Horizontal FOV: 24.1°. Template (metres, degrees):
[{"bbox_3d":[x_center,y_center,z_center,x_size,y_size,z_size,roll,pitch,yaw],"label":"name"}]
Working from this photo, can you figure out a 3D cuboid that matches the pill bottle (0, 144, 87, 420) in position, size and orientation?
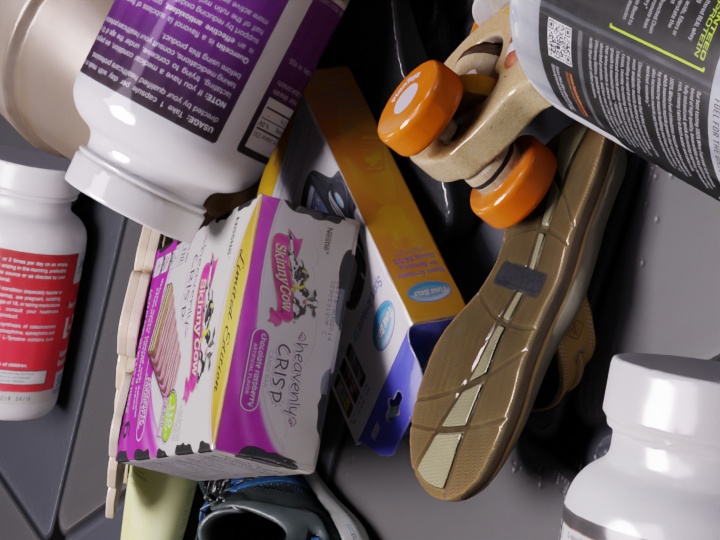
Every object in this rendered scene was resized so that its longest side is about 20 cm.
[{"bbox_3d":[-0.278,0.008,1.327,0.112,0.112,0.201,30,110,54],"label":"pill bottle"}]

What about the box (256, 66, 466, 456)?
[{"bbox_3d":[0.000,0.000,0.935,0.201,0.041,0.119,64,151,29],"label":"box"}]

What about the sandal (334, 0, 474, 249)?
[{"bbox_3d":[0.028,-0.110,0.942,0.075,0.048,0.202,-24,79,58],"label":"sandal"}]

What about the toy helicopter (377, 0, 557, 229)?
[{"bbox_3d":[0.093,-0.126,0.817,0.200,0.079,0.133,-46,21,22],"label":"toy helicopter"}]

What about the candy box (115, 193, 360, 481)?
[{"bbox_3d":[-0.074,0.044,0.941,0.200,0.061,0.137,160,122,-65],"label":"candy box"}]

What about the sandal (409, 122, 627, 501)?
[{"bbox_3d":[0.088,0.025,0.825,0.080,0.054,0.201,30,96,61],"label":"sandal"}]

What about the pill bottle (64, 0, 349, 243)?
[{"bbox_3d":[-0.079,-0.121,0.896,0.112,0.112,0.201,32,95,54],"label":"pill bottle"}]

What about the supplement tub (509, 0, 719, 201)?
[{"bbox_3d":[0.158,-0.088,0.663,0.200,0.122,0.123,41,119,52],"label":"supplement tub"}]

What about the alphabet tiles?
[{"bbox_3d":[-0.149,0.054,1.117,0.200,0.014,0.197,103,176,-53],"label":"alphabet tiles"}]

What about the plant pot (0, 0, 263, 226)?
[{"bbox_3d":[-0.111,-0.119,1.046,0.174,0.199,0.201,46,125,29],"label":"plant pot"}]

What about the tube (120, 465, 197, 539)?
[{"bbox_3d":[-0.143,0.178,1.157,0.052,0.058,0.201,20,109,22],"label":"tube"}]

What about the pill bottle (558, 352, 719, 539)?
[{"bbox_3d":[0.133,0.140,0.677,0.116,0.116,0.201,14,98,56],"label":"pill bottle"}]

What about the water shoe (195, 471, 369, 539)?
[{"bbox_3d":[-0.066,0.142,1.014,0.200,0.079,0.072,29,110,55],"label":"water shoe"}]
